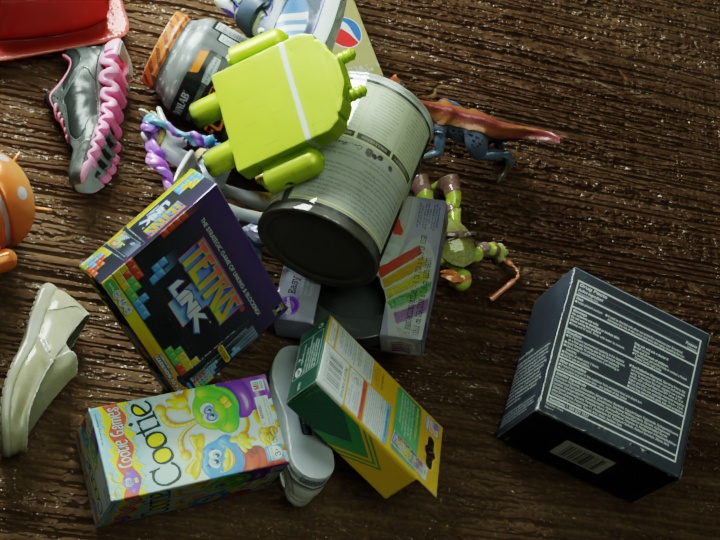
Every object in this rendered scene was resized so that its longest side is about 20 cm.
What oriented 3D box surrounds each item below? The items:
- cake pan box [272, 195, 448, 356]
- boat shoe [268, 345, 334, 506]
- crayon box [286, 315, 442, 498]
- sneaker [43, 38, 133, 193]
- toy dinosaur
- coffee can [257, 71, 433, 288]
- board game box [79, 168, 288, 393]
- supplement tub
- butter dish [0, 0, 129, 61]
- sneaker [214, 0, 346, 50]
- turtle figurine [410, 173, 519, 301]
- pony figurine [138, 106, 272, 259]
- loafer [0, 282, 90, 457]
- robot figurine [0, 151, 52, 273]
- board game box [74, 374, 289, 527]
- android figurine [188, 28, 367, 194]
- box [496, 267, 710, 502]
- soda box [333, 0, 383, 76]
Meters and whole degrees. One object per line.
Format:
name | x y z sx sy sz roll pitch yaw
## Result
cake pan box | 0.000 0.000 1.736 0.182 0.053 0.202 8 62 10
boat shoe | -0.072 0.175 1.651 0.070 0.070 0.201 10 42 -22
crayon box | 0.007 0.163 1.644 0.200 0.051 0.126 45 27 -20
sneaker | -0.328 -0.181 1.730 0.094 0.079 0.202 3 63 5
toy dinosaur | 0.123 -0.198 1.855 0.181 0.199 0.106 39 36 -36
coffee can | -0.014 -0.104 1.682 0.145 0.146 0.202 27 62 -6
board game box | -0.187 0.020 1.599 0.165 0.201 0.057 -42 42 -16
supplement tub | -0.156 -0.221 1.771 0.198 0.123 0.123 28 60 -5
butter dish | -0.381 -0.373 1.743 0.198 0.148 0.201 -15 72 -25
sneaker | -0.110 -0.267 1.707 0.145 0.081 0.202 17 65 7
turtle figurine | 0.100 -0.039 1.815 0.198 0.064 0.163 -9 70 -23
pony figurine | -0.190 -0.083 1.694 0.199 0.166 0.195 30 47 -18
loafer | -0.339 0.108 1.581 0.067 0.076 0.202 14 62 -7
robot figurine | -0.441 -0.062 1.597 0.198 0.118 0.143 -26 34 -28
board game box | -0.193 0.193 1.579 0.198 0.103 0.106 -10 70 -24
android figurine | -0.089 -0.181 1.612 0.198 0.041 0.184 -24 70 13
box | 0.294 0.140 1.771 0.198 0.123 0.200 26 61 -9
soda box | -0.040 -0.312 1.886 0.063 0.068 0.202 -11 71 -24
